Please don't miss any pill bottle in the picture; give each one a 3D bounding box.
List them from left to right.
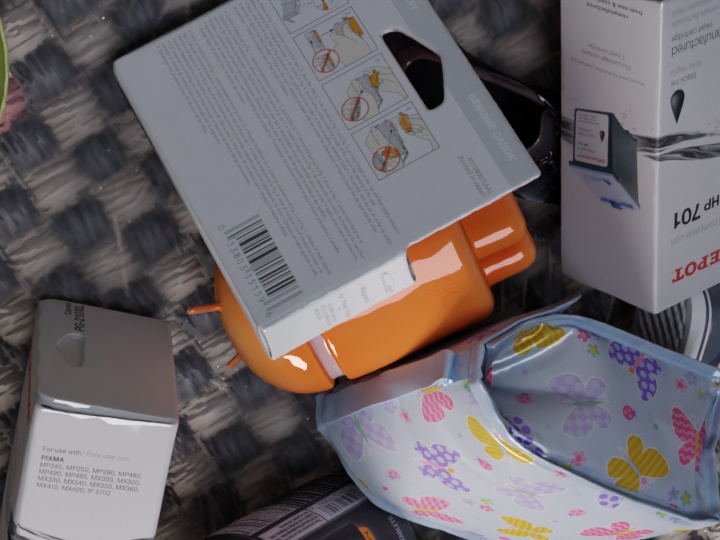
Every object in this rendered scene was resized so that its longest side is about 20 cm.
[{"bbox_3d":[-0.052,0.198,1.418,0.200,0.106,0.106,-23,132,-59],"label":"pill bottle"}]

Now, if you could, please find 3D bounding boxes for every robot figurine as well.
[{"bbox_3d":[-0.001,-0.001,1.387,0.200,0.144,0.117,-25,103,3],"label":"robot figurine"}]

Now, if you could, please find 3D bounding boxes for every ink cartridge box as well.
[{"bbox_3d":[-0.165,0.138,1.379,0.084,0.145,0.200,9,112,-11],"label":"ink cartridge box"},{"bbox_3d":[-0.020,-0.075,1.309,0.173,0.200,0.044,-28,152,-5],"label":"ink cartridge box"},{"bbox_3d":[0.196,-0.096,1.412,0.146,0.086,0.200,-24,122,-35],"label":"ink cartridge box"}]

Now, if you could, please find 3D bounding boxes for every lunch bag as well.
[{"bbox_3d":[0.097,0.092,1.431,0.200,0.169,0.127,20,64,-28],"label":"lunch bag"}]

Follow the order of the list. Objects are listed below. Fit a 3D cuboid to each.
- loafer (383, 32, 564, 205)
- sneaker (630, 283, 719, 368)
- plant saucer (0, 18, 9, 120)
[{"bbox_3d":[0.080,-0.086,1.412,0.200,0.063,0.072,31,102,-29],"label":"loafer"},{"bbox_3d":[0.203,0.092,1.532,0.079,0.078,0.200,-1,123,-35],"label":"sneaker"},{"bbox_3d":[-0.293,-0.109,1.287,0.200,0.031,0.200,-8,116,-16],"label":"plant saucer"}]
